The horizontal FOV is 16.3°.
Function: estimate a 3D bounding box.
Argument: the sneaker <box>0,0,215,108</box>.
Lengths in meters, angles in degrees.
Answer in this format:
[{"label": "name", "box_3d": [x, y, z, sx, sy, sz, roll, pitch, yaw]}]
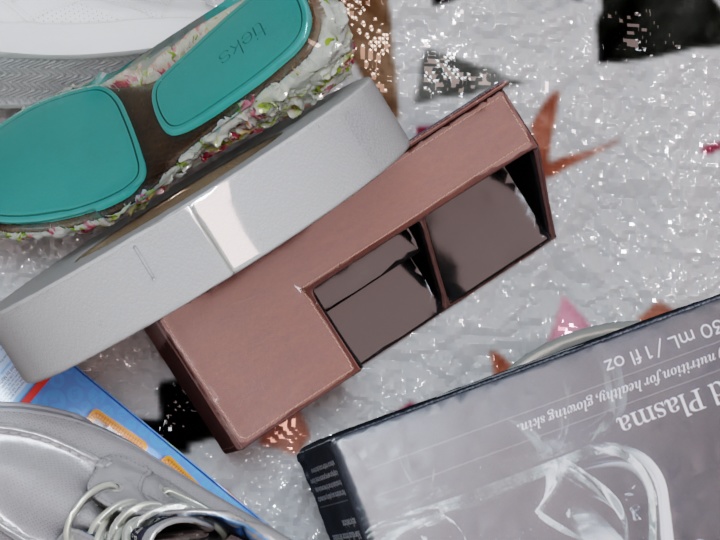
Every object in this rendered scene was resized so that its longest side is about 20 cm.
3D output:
[{"label": "sneaker", "box_3d": [-0.121, -0.134, 1.172, 0.200, 0.074, 0.116, 3, 60, -27]}]

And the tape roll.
[{"label": "tape roll", "box_3d": [-0.071, -0.018, 1.098, 0.203, 0.203, 0.037, -33, 97, -11]}]

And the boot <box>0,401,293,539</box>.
[{"label": "boot", "box_3d": [-0.096, 0.109, 1.094, 0.200, 0.096, 0.074, 23, 79, -5]}]

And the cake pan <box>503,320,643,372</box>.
[{"label": "cake pan", "box_3d": [0.130, 0.125, 1.191, 0.200, 0.037, 0.201, 1, 82, -8]}]

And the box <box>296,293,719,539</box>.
[{"label": "box", "box_3d": [0.102, 0.134, 1.107, 0.200, 0.124, 0.197, -20, 87, -10]}]

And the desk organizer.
[{"label": "desk organizer", "box_3d": [0.000, 0.000, 1.174, 0.200, 0.072, 0.077, -33, 90, -11]}]

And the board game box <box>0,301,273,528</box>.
[{"label": "board game box", "box_3d": [-0.140, 0.133, 1.152, 0.200, 0.037, 0.151, 39, 78, 0]}]

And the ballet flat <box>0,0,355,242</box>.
[{"label": "ballet flat", "box_3d": [-0.085, -0.063, 1.119, 0.200, 0.064, 0.076, -25, 68, 18]}]
